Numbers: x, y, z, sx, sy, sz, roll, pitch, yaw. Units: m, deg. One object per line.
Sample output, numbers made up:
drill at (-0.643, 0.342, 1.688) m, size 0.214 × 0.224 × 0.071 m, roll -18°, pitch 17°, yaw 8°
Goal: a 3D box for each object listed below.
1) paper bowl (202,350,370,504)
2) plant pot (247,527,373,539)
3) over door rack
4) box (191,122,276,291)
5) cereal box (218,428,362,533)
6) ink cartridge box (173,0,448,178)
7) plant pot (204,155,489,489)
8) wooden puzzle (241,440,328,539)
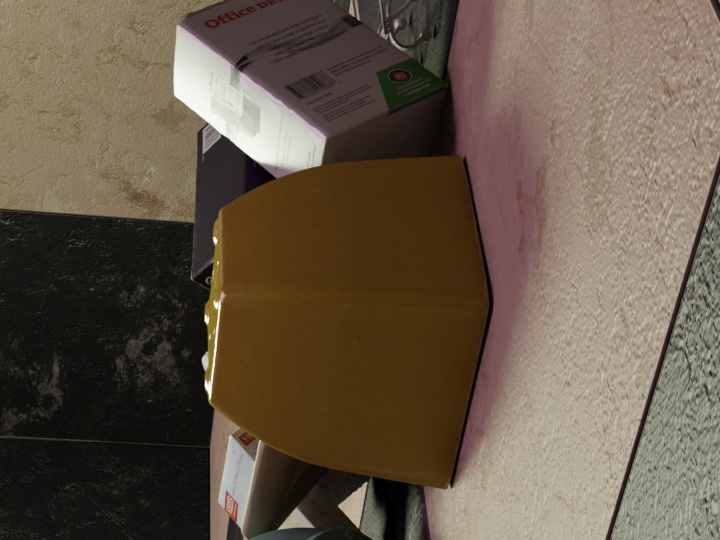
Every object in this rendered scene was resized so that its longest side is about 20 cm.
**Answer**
paper bowl at (-0.060, 0.135, 1.821) m, size 0.201 × 0.104 × 0.201 m, roll 51°, pitch 168°, yaw 14°
plant pot at (-0.038, 0.302, 1.564) m, size 0.134 × 0.199 × 0.202 m, roll -42°, pitch 37°, yaw 39°
over door rack at (0.017, -0.279, 1.741) m, size 0.148 × 0.066 × 0.202 m, roll 119°, pitch 133°, yaw -72°
box at (-0.071, -0.047, 1.624) m, size 0.079 × 0.141 × 0.201 m, roll -38°, pitch 34°, yaw 28°
cereal box at (-0.056, 0.250, 1.744) m, size 0.200 × 0.039 × 0.144 m, roll 47°, pitch 151°, yaw 19°
ink cartridge box at (-0.047, -0.158, 1.585) m, size 0.200 × 0.146 × 0.084 m, roll 40°, pitch 138°, yaw 30°
plant pot at (-0.021, 0.032, 1.443) m, size 0.196 × 0.198 × 0.196 m, roll -95°, pitch 12°, yaw -52°
wooden puzzle at (-0.035, 0.128, 1.628) m, size 0.200 × 0.046 × 0.186 m, roll -42°, pitch -21°, yaw -33°
